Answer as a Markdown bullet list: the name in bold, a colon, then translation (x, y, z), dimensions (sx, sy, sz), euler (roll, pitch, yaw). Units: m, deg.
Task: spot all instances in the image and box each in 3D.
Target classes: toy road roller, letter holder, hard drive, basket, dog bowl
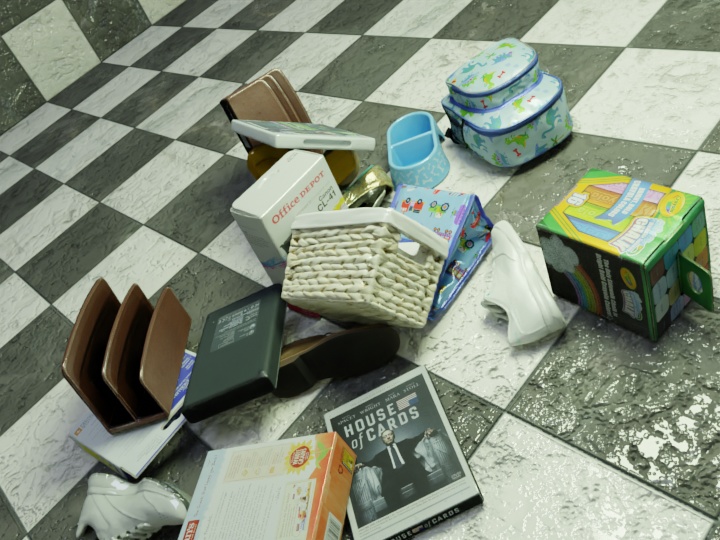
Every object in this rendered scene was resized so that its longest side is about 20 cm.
- **toy road roller**: translation (-0.112, -0.169, 1.228), dimensions (0.199, 0.147, 0.123), euler (-39, 4, -11)
- **letter holder**: translation (-0.335, 0.103, 1.029), dimensions (0.098, 0.144, 0.202), euler (-17, 36, 11)
- **hard drive**: translation (-0.174, 0.112, 1.001), dimensions (0.137, 0.033, 0.202), euler (-23, 32, 15)
- **basket**: translation (0.000, 0.000, 0.954), dimensions (0.197, 0.134, 0.127), euler (1, 73, 47)
- **dog bowl**: translation (0.098, -0.217, 1.270), dimensions (0.109, 0.050, 0.203), euler (-17, 39, 14)
- **letter holder**: translation (-0.149, -0.261, 1.324), dimensions (0.140, 0.203, 0.100), euler (-32, 19, -11)

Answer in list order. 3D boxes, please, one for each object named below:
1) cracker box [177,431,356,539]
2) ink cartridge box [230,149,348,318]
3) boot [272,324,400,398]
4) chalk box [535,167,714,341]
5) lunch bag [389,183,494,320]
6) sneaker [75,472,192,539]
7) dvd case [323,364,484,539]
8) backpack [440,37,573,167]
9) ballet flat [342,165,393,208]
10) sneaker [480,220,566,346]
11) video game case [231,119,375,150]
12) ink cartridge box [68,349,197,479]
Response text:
- **cracker box**: translation (-0.109, 0.270, 0.814), dimensions (0.195, 0.058, 0.136), euler (-15, 41, 28)
- **ink cartridge box**: translation (-0.085, -0.054, 1.071), dimensions (0.084, 0.203, 0.148), euler (17, 55, 43)
- **boot**: translation (-0.038, 0.106, 0.973), dimensions (0.195, 0.075, 0.076), euler (-20, 27, 15)
- **chalk box**: translation (0.329, -0.017, 0.835), dimensions (0.124, 0.126, 0.198), euler (-41, 40, -18)
- **lunch bag**: translation (0.085, -0.012, 1.030), dimensions (0.148, 0.094, 0.203), euler (14, 67, 44)
- **sneaker**: translation (-0.282, 0.312, 0.897), dimensions (0.196, 0.075, 0.089), euler (-10, 52, 33)
- **dvd case**: translation (0.042, 0.216, 0.828), dimensions (0.147, 0.025, 0.202), euler (-26, 38, 3)
- **backpack**: translation (0.240, -0.275, 1.169), dimensions (0.180, 0.148, 0.201), euler (-32, 40, -3)
- **ballet flat**: translation (-0.020, -0.099, 1.204), dimensions (0.199, 0.071, 0.070), euler (-43, 39, -15)
- **sneaker**: translation (0.193, 0.014, 0.934), dimensions (0.087, 0.075, 0.202), euler (-31, 37, 14)
- **video game case**: translation (-0.099, -0.226, 1.175), dimensions (0.177, 0.024, 0.199), euler (-3, 18, -31)
- **ink cartridge box**: translation (-0.305, 0.204, 1.044), dimensions (0.196, 0.048, 0.198), euler (13, 51, 39)
